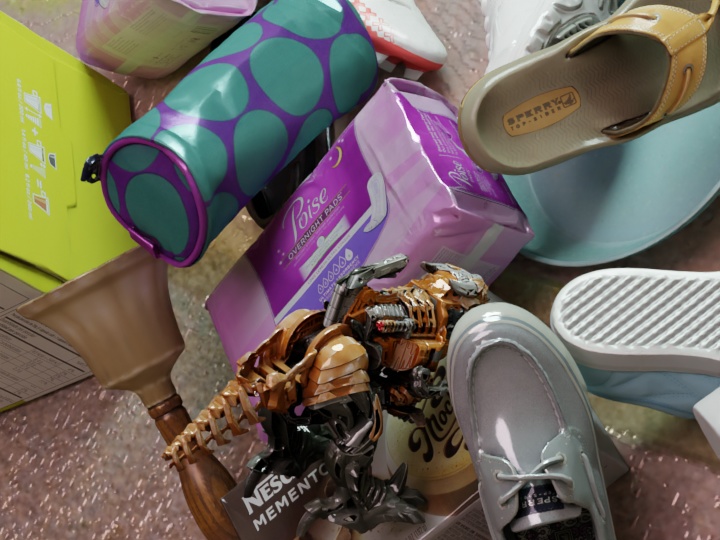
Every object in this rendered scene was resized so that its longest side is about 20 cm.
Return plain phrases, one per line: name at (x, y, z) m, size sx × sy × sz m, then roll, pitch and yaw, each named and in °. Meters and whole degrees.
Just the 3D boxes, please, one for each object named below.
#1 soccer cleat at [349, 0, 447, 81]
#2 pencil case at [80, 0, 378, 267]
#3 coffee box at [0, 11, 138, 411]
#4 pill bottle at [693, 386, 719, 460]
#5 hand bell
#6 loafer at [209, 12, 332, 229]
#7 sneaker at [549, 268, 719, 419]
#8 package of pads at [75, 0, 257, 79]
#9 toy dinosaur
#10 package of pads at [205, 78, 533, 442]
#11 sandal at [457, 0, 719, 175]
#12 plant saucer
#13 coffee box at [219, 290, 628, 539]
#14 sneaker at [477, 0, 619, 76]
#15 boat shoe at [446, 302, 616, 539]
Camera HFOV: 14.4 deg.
soccer cleat at (-0.005, -0.188, 1.779) m, size 0.200 × 0.069 × 0.085 m, roll 41°, pitch 104°, yaw 45°
pencil case at (-0.070, -0.087, 1.663) m, size 0.085 × 0.200 × 0.092 m, roll 40°, pitch 138°, yaw 5°
coffee box at (-0.274, -0.035, 1.813) m, size 0.197 × 0.200 × 0.200 m, roll -22°, pitch 58°, yaw 26°
pill bottle at (0.272, 0.052, 1.408) m, size 0.200 × 0.114 × 0.114 m, roll -33°, pitch 52°, yaw 0°
hand bell at (-0.111, 0.087, 1.687) m, size 0.104 × 0.104 × 0.200 m, roll -26°, pitch 93°, yaw 24°
loafer at (-0.057, -0.092, 1.774) m, size 0.072 × 0.063 × 0.200 m, roll -33°, pitch 54°, yaw 19°
sneaker at (0.204, 0.045, 1.527) m, size 0.200 × 0.082 × 0.074 m, roll 10°, pitch 62°, yaw 15°
package of pads at (-0.115, -0.198, 1.803) m, size 0.200 × 0.076 × 0.121 m, roll 158°, pitch 126°, yaw -69°
toy dinosaur at (-0.019, 0.060, 1.518) m, size 0.199 × 0.136 × 0.102 m, roll -9°, pitch 34°, yaw -15°
package of pads at (0.000, 0.000, 1.646) m, size 0.200 × 0.076 × 0.121 m, roll -50°, pitch 45°, yaw 25°
sandal at (0.146, -0.111, 1.546) m, size 0.200 × 0.054 × 0.080 m, roll -27°, pitch 92°, yaw -2°
plant saucer at (0.152, -0.088, 1.635) m, size 0.200 × 0.036 × 0.200 m, roll -19°, pitch 56°, yaw 31°
coffee box at (0.033, 0.120, 1.599) m, size 0.200 × 0.080 × 0.113 m, roll -40°, pitch 53°, yaw 14°
sneaker at (0.102, -0.147, 1.642) m, size 0.099 × 0.078 × 0.200 m, roll -4°, pitch 56°, yaw 45°
boat shoe at (0.097, 0.115, 1.488) m, size 0.070 × 0.201 × 0.072 m, roll -17°, pitch 19°, yaw 6°
